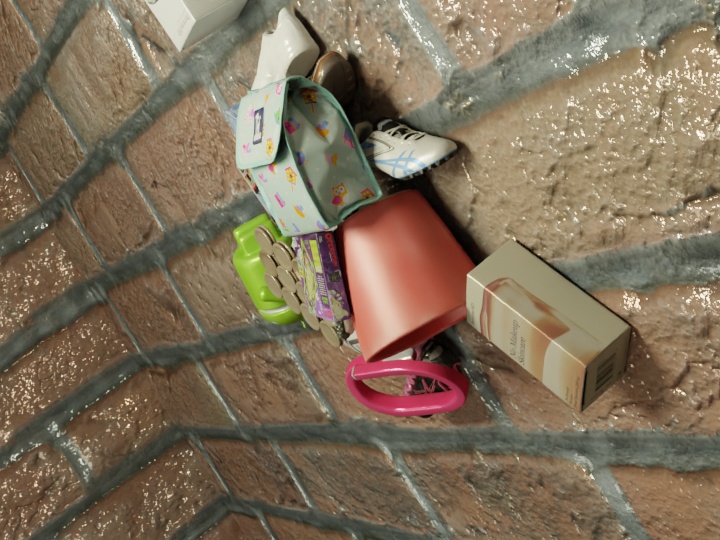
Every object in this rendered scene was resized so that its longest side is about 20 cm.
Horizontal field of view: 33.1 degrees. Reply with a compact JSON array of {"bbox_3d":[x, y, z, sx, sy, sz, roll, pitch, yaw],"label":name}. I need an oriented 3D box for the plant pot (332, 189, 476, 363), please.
[{"bbox_3d":[0.057,0.002,1.640,0.179,0.198,0.201,62,158,10],"label":"plant pot"}]

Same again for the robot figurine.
[{"bbox_3d":[-0.147,0.006,2.107,0.202,0.115,0.175,64,172,-23],"label":"robot figurine"}]

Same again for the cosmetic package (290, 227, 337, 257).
[{"bbox_3d":[-0.049,-0.024,1.889,0.081,0.112,0.200,50,158,11],"label":"cosmetic package"}]

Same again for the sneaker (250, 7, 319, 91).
[{"bbox_3d":[-0.120,-0.297,1.730,0.089,0.075,0.200,62,146,13],"label":"sneaker"}]

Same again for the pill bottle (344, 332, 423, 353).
[{"bbox_3d":[0.031,0.072,1.856,0.112,0.110,0.200,57,156,-5],"label":"pill bottle"}]

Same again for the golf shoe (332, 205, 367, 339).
[{"bbox_3d":[0.000,0.000,1.744,0.077,0.087,0.203,-170,85,-82],"label":"golf shoe"}]

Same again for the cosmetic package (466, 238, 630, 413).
[{"bbox_3d":[0.229,0.067,1.500,0.200,0.087,0.104,39,153,33],"label":"cosmetic package"}]

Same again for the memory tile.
[{"bbox_3d":[-0.095,0.023,1.880,0.199,0.017,0.155,39,152,36],"label":"memory tile"}]

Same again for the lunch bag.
[{"bbox_3d":[-0.083,-0.155,1.604,0.202,0.121,0.170,61,157,-12],"label":"lunch bag"}]

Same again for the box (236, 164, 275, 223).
[{"bbox_3d":[-0.119,-0.149,1.798,0.111,0.035,0.200,55,157,0],"label":"box"}]

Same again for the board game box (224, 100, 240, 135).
[{"bbox_3d":[-0.122,-0.185,1.879,0.201,0.061,0.199,59,157,-9],"label":"board game box"}]

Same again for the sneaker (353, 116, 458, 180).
[{"bbox_3d":[0.050,-0.161,1.571,0.199,0.071,0.073,10,123,55],"label":"sneaker"}]

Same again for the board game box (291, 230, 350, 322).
[{"bbox_3d":[-0.057,0.006,1.686,0.200,0.032,0.122,-172,74,-77],"label":"board game box"}]

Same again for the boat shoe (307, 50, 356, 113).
[{"bbox_3d":[-0.057,-0.235,1.676,0.072,0.075,0.201,48,154,20],"label":"boat shoe"}]

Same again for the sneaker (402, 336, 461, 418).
[{"bbox_3d":[0.120,0.180,1.893,0.094,0.079,0.201,26,150,20],"label":"sneaker"}]

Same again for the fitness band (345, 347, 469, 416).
[{"bbox_3d":[0.068,0.173,1.820,0.198,0.038,0.144,-9,140,35],"label":"fitness band"}]

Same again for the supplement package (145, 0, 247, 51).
[{"bbox_3d":[-0.259,-0.442,1.736,0.201,0.117,0.117,55,156,-1],"label":"supplement package"}]
